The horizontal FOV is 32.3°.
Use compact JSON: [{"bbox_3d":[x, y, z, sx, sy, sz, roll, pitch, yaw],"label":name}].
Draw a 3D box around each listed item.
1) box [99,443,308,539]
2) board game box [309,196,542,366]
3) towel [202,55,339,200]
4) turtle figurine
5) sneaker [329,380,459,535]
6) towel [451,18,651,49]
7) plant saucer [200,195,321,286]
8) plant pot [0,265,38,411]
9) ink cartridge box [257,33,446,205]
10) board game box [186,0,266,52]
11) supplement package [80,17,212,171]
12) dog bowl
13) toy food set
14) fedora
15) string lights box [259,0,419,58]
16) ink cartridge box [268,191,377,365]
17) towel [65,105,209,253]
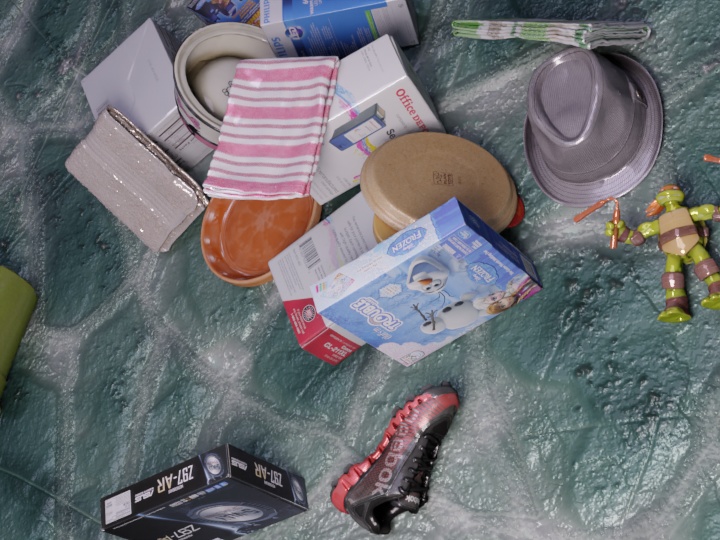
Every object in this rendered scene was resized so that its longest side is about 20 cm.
[{"bbox_3d":[-0.190,0.283,1.512,0.199,0.160,0.044,-25,55,23],"label":"box"},{"bbox_3d":[0.078,0.020,1.421,0.199,0.200,0.044,-31,55,20],"label":"board game box"},{"bbox_3d":[-0.110,-0.181,1.542,0.146,0.030,0.201,2,68,25],"label":"towel"},{"bbox_3d":[0.339,-0.027,1.349,0.199,0.064,0.162,-15,68,20],"label":"turtle figurine"},{"bbox_3d":[0.055,0.221,1.426,0.201,0.071,0.098,-50,49,8],"label":"sneaker"},{"bbox_3d":[0.231,-0.290,1.515,0.199,0.149,0.031,12,106,40],"label":"towel"},{"bbox_3d":[-0.136,-0.071,1.730,0.200,0.032,0.201,-15,60,28],"label":"plant saucer"},{"bbox_3d":[-0.590,0.087,1.892,0.199,0.200,0.190,7,62,38],"label":"plant pot"},{"bbox_3d":[-0.010,-0.193,1.605,0.200,0.145,0.088,-29,56,9],"label":"ink cartridge box"},{"bbox_3d":[-0.141,-0.407,1.877,0.200,0.062,0.200,-45,51,9],"label":"board game box"},{"bbox_3d":[-0.312,-0.248,1.889,0.156,0.111,0.200,-39,51,14],"label":"supplement package"},{"bbox_3d":[-0.171,-0.249,1.750,0.074,0.199,0.201,125,146,-56],"label":"dog bowl"},{"bbox_3d":[0.097,-0.093,1.499,0.197,0.049,0.200,-7,48,-17],"label":"toy food set"},{"bbox_3d":[0.258,-0.184,1.464,0.176,0.090,0.201,-13,61,30],"label":"fedora"},{"bbox_3d":[-0.028,-0.342,1.699,0.199,0.103,0.059,-8,61,10],"label":"string lights box"},{"bbox_3d":[0.000,0.000,1.564,0.200,0.083,0.146,-36,52,16],"label":"ink cartridge box"},{"bbox_3d":[-0.323,-0.126,1.788,0.133,0.200,0.034,-44,7,32],"label":"towel"}]
